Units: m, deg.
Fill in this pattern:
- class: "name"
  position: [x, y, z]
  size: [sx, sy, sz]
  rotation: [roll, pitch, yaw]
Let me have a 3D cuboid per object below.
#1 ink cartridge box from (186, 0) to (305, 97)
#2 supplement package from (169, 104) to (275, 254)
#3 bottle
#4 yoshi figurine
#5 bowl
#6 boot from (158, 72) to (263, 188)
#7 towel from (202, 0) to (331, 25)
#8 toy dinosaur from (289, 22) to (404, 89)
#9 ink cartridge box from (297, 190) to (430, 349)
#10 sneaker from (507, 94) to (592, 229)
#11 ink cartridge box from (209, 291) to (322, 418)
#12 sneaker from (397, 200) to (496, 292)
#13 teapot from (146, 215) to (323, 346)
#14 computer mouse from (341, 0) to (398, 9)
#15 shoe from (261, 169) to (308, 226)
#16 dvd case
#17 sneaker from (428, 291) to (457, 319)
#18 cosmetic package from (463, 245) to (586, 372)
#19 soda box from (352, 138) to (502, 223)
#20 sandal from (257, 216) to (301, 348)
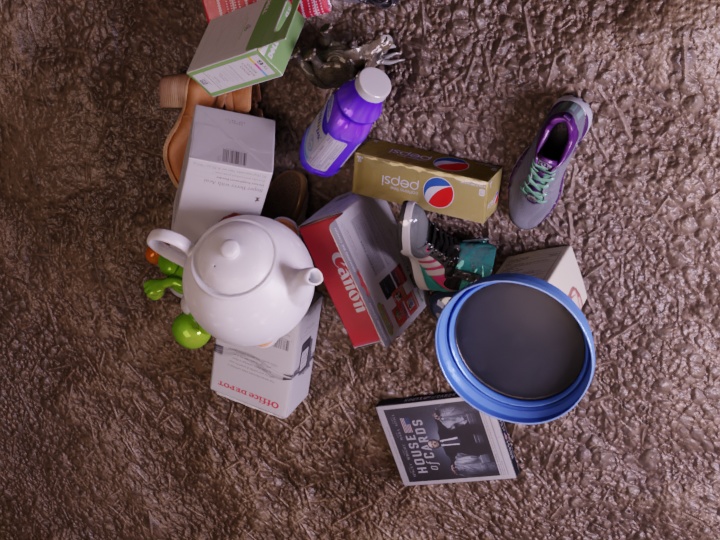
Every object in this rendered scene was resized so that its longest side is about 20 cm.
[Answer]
- class: "ink cartridge box"
  position: [-0.140, -0.313, 1.464]
  size: [0.200, 0.104, 0.059]
  rotation: [-8, 143, 41]
- class: "supplement package"
  position: [-0.204, -0.119, 1.561]
  size: [0.121, 0.120, 0.200]
  rotation: [9, 136, -12]
- class: "bottle"
  position: [-0.021, -0.205, 1.464]
  size: [0.065, 0.084, 0.200]
  rotation: [17, 151, -18]
- class: "yoshi figurine"
  position: [-0.277, 0.045, 1.677]
  size: [0.112, 0.112, 0.200]
  rotation: [90, 155, -46]
- class: "bowl"
  position: [0.192, 0.095, 1.321]
  size: [0.201, 0.039, 0.201]
  rotation: [11, 118, 21]
- class: "boot"
  position: [-0.217, -0.201, 1.607]
  size: [0.155, 0.074, 0.200]
  rotation: [5, 121, 17]
- class: "towel"
  position: [-0.145, -0.416, 1.499]
  size: [0.200, 0.022, 0.145]
  rotation: [-3, 112, 27]
- class: "toy dinosaur"
  position: [-0.048, -0.283, 1.478]
  size: [0.200, 0.077, 0.102]
  rotation: [-10, 141, 43]
- class: "ink cartridge box"
  position: [0.000, 0.000, 1.529]
  size: [0.084, 0.176, 0.200]
  rotation: [-17, 104, 31]
- class: "sneaker"
  position: [0.235, -0.134, 1.405]
  size: [0.074, 0.088, 0.200]
  rotation: [26, 122, 13]
- class: "ink cartridge box"
  position: [-0.152, 0.117, 1.713]
  size: [0.145, 0.083, 0.200]
  rotation: [19, 119, 17]
- class: "sneaker"
  position: [0.125, -0.027, 1.478]
  size: [0.121, 0.084, 0.200]
  rotation: [4, 154, 19]
- class: "teapot"
  position: [-0.165, -0.002, 1.455]
  size: [0.200, 0.146, 0.197]
  rotation: [-27, 63, 0]
- class: "computer mouse"
  position: [0.001, -0.449, 1.401]
  size: [0.110, 0.044, 0.200]
  rotation: [17, 125, 24]
- class: "shoe"
  position: [-0.127, -0.063, 1.636]
  size: [0.070, 0.053, 0.200]
  rotation: [32, 110, 23]
- class: "dvd case"
  position: [0.135, 0.264, 1.678]
  size: [0.200, 0.025, 0.150]
  rotation: [-11, 107, 29]
- class: "sneaker"
  position: [0.181, 0.091, 1.539]
  size: [0.200, 0.082, 0.070]
  rotation: [27, 122, 13]
- class: "cosmetic package"
  position: [0.225, 0.049, 1.429]
  size: [0.103, 0.200, 0.087]
  rotation: [-12, 109, 31]
- class: "soda box"
  position: [0.091, -0.126, 1.490]
  size: [0.200, 0.068, 0.064]
  rotation: [14, 119, 20]
- class: "sandal"
  position: [-0.147, 0.019, 1.594]
  size: [0.079, 0.059, 0.207]
  rotation: [19, 107, 18]
